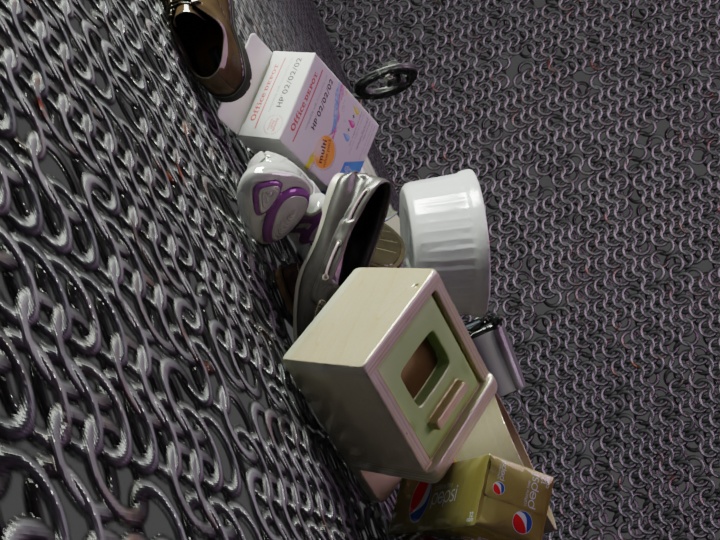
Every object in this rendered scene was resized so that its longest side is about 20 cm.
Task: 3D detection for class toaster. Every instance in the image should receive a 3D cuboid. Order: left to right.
[{"bbox_3d":[0.158,0.149,1.659,0.200,0.180,0.119,-13,79,-84],"label":"toaster"}]

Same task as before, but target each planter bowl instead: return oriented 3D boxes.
[{"bbox_3d":[0.161,0.279,1.424,0.201,0.134,0.200,62,7,-14],"label":"planter bowl"}]

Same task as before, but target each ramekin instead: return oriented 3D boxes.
[{"bbox_3d":[0.110,-0.033,1.439,0.200,0.097,0.202,174,-90,-87],"label":"ramekin"}]

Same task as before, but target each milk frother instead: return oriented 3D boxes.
[{"bbox_3d":[0.005,-0.159,1.427,0.180,0.199,0.189,-36,102,-53],"label":"milk frother"}]

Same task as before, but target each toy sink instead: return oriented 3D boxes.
[{"bbox_3d":[0.043,0.114,0.990,0.130,0.112,0.201,-50,125,-34],"label":"toy sink"}]

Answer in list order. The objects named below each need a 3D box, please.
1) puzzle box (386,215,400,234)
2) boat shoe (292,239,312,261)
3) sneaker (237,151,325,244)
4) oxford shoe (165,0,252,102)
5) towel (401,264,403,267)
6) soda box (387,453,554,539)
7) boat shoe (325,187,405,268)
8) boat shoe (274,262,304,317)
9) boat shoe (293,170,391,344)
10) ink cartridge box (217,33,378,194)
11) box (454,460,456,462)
[{"bbox_3d":[-0.007,-0.091,1.574,0.200,0.025,0.133,51,35,-21],"label":"puzzle box"},{"bbox_3d":[0.000,0.000,1.309,0.200,0.071,0.072,43,24,-25],"label":"boat shoe"},{"bbox_3d":[-0.093,-0.078,1.071,0.100,0.075,0.200,44,4,13],"label":"sneaker"},{"bbox_3d":[-0.176,-0.284,1.137,0.201,0.072,0.084,65,11,11],"label":"oxford shoe"},{"bbox_3d":[0.045,0.005,1.714,0.201,0.085,0.166,69,9,26],"label":"towel"},{"bbox_3d":[0.096,0.219,0.976,0.200,0.067,0.064,141,-32,-64],"label":"soda box"},{"bbox_3d":[-0.002,-0.025,1.182,0.072,0.068,0.200,15,23,-18],"label":"boat shoe"},{"bbox_3d":[-0.030,0.033,1.133,0.200,0.070,0.071,44,25,-67],"label":"boat shoe"},{"bbox_3d":[-0.017,-0.005,1.035,0.067,0.057,0.201,39,59,-55],"label":"boat shoe"},{"bbox_3d":[-0.068,-0.174,1.234,0.200,0.068,0.116,40,66,-51],"label":"ink cartridge box"},{"bbox_3d":[0.077,0.229,1.264,0.070,0.064,0.201,-85,150,-75],"label":"box"}]
